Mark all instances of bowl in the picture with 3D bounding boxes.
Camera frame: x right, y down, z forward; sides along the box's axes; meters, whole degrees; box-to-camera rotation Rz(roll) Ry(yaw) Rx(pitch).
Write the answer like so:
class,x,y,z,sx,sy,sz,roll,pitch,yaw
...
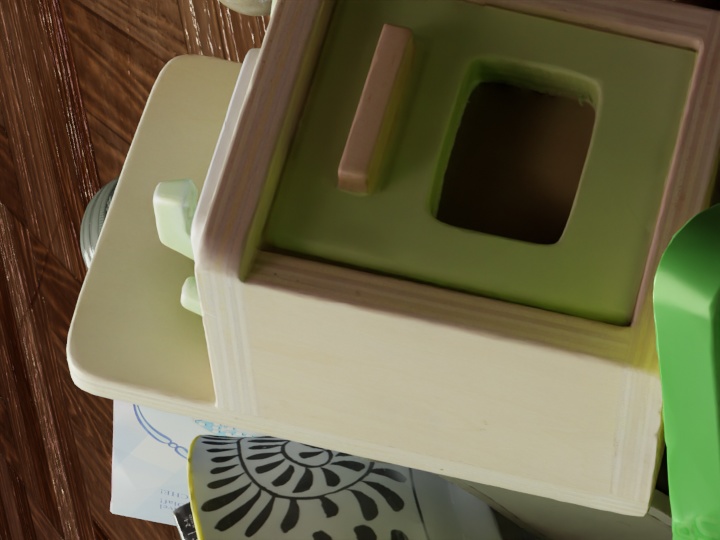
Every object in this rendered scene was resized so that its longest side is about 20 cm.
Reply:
class,x,y,z,sx,sy,sz,roll,pitch,yaw
bowl,0.021,0.133,1.087,0.201,0.094,0.201,-24,-90,-84

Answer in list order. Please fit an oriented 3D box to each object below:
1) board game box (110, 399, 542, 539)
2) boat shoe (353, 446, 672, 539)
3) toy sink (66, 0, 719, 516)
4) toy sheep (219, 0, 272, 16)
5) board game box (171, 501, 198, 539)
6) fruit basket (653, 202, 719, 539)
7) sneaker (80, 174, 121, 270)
class,x,y,z,sx,sy,sz,roll,pitch,yaw
board game box,0.006,0.047,1.138,0.199,0.199,0.044,99,-178,-55
boat shoe,0.059,0.050,1.027,0.072,0.201,0.061,-43,24,61
toy sink,0.011,-0.022,0.942,0.112,0.199,0.131,86,-160,-61
toy sheep,-0.027,-0.196,1.147,0.138,0.137,0.201,165,118,-75
board game box,-0.022,0.196,1.161,0.135,0.028,0.201,77,171,-69
fruit basket,0.133,0.049,0.805,0.215,0.155,0.216,36,139,39
sneaker,0.000,0.000,1.174,0.114,0.199,0.077,-34,36,54
